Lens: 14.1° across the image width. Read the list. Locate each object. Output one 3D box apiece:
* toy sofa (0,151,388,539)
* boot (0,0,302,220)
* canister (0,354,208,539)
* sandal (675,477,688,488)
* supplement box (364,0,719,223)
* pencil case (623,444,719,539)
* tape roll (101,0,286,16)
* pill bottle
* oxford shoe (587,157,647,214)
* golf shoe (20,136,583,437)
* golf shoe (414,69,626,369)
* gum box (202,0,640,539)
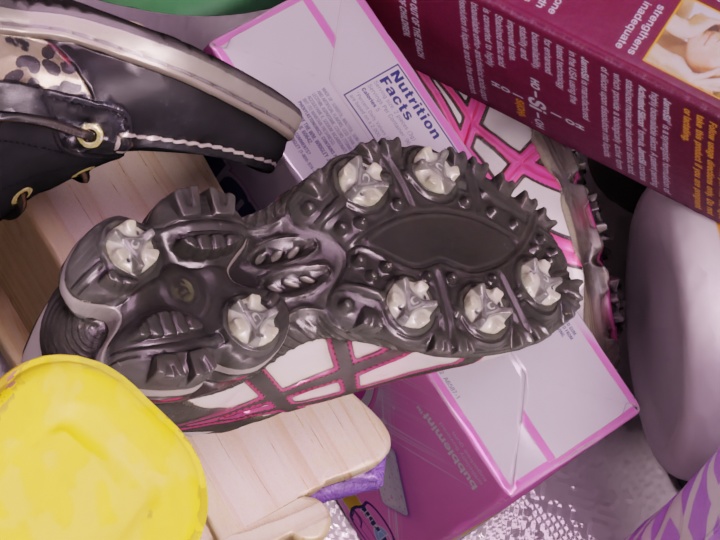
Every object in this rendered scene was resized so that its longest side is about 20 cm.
[{"bbox_3d":[-0.082,0.021,1.020,0.097,0.083,0.201,-28,82,-23],"label":"toy sofa"},{"bbox_3d":[-0.127,-0.016,0.935,0.203,0.073,0.155,15,92,-31],"label":"boot"},{"bbox_3d":[-0.135,0.116,0.900,0.087,0.200,0.149,44,60,-2],"label":"canister"},{"bbox_3d":[0.217,0.073,1.165,0.199,0.043,0.076,7,59,-10],"label":"sandal"},{"bbox_3d":[0.100,-0.103,1.034,0.199,0.086,0.111,28,71,17],"label":"supplement box"},{"bbox_3d":[0.122,0.113,1.016,0.085,0.200,0.084,-5,60,-30],"label":"pencil case"},{"bbox_3d":[-0.093,-0.172,1.073,0.199,0.048,0.201,17,35,-12],"label":"tape roll"},{"bbox_3d":[0.206,0.016,1.092,0.199,0.116,0.117,-4,70,-8],"label":"pill bottle"},{"bbox_3d":[0.175,-0.026,1.172,0.200,0.071,0.071,34,22,-18],"label":"oxford shoe"},{"bbox_3d":[-0.021,0.010,0.950,0.199,0.088,0.078,-6,67,-34],"label":"golf shoe"},{"bbox_3d":[0.039,-0.042,1.124,0.092,0.073,0.201,-22,80,1],"label":"golf shoe"},{"bbox_3d":[0.000,0.000,1.054,0.066,0.113,0.200,-30,83,-29],"label":"gum box"}]
